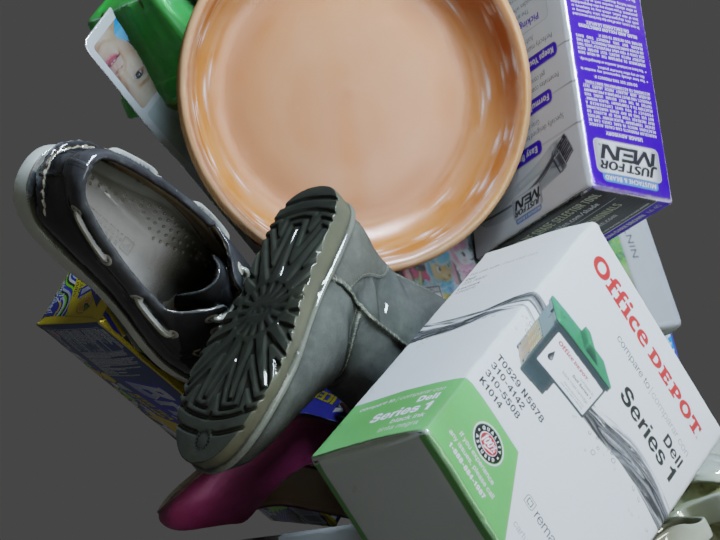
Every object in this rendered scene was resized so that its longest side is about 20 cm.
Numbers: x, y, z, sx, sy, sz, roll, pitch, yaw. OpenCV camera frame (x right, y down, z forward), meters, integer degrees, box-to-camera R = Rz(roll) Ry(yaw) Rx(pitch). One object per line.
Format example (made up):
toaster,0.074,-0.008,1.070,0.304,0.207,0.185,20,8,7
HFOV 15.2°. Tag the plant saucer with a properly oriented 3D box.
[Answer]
plant saucer,-0.005,-0.097,1.476,0.199,0.037,0.201,0,89,-16

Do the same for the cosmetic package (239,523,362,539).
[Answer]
cosmetic package,0.018,0.228,1.480,0.165,0.199,0.166,11,72,-47

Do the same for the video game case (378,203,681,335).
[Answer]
video game case,0.084,-0.039,1.568,0.199,0.022,0.183,-6,72,-38

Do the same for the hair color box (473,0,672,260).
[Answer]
hair color box,0.108,-0.112,1.534,0.065,0.109,0.201,10,63,-32

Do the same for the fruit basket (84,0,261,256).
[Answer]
fruit basket,-0.051,-0.113,1.552,0.200,0.094,0.185,47,49,-16

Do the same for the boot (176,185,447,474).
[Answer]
boot,0.011,0.075,1.423,0.200,0.072,0.182,46,62,-34

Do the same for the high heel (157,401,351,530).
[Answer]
high heel,-0.017,0.123,1.452,0.200,0.067,0.096,-23,78,-39

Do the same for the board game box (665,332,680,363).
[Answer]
board game box,0.160,0.155,1.773,0.200,0.041,0.200,-20,96,-48

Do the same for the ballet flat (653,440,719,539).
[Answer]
ballet flat,0.174,0.142,1.474,0.200,0.069,0.070,-34,106,-47

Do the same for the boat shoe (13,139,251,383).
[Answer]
boat shoe,-0.092,0.002,1.412,0.200,0.060,0.074,45,63,-28

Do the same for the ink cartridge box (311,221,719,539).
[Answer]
ink cartridge box,0.085,0.089,1.377,0.146,0.084,0.200,57,43,-15

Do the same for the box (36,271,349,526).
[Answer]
box,-0.079,0.060,1.501,0.200,0.064,0.070,43,64,-31
